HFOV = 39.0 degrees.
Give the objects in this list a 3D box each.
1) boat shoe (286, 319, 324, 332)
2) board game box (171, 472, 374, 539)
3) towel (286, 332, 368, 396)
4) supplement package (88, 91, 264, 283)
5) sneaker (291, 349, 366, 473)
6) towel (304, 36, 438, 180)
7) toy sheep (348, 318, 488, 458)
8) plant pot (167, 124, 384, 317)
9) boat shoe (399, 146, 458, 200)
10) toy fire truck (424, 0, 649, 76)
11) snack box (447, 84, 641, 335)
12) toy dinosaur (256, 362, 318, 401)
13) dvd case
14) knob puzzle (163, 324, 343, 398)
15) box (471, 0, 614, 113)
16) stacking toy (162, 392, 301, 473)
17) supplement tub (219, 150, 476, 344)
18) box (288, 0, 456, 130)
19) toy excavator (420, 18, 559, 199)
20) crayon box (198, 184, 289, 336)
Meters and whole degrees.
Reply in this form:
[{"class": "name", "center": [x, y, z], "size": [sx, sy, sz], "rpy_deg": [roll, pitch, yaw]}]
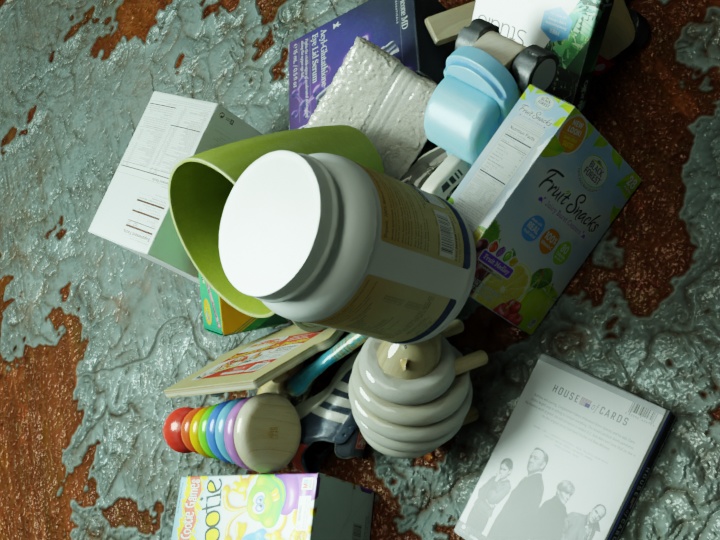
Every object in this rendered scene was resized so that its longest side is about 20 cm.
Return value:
[{"class": "boat shoe", "center": [0.000, 0.000, 1.153], "size": [0.201, 0.072, 0.061], "rpy_deg": [-30, 11, -15]}, {"class": "board game box", "center": [-0.099, 0.283, 1.107], "size": [0.200, 0.103, 0.105], "rpy_deg": [-10, 64, 35]}, {"class": "towel", "center": [0.017, 0.059, 1.100], "size": [0.200, 0.147, 0.022], "rpy_deg": [-37, 89, 23]}, {"class": "supplement package", "center": [-0.201, -0.091, 1.305], "size": [0.147, 0.191, 0.200], "rpy_deg": [18, 81, 44]}, {"class": "sneaker", "center": [-0.003, 0.156, 1.119], "size": [0.200, 0.075, 0.085], "rpy_deg": [-43, 58, 21]}, {"class": "towel", "center": [0.006, -0.161, 1.186], "size": [0.200, 0.132, 0.035], "rpy_deg": [-56, 4, 37]}, {"class": "toy sheep", "center": [0.053, 0.123, 1.027], "size": [0.137, 0.200, 0.138], "rpy_deg": [-1, 41, 0]}, {"class": "plant pot", "center": [-0.075, -0.078, 1.115], "size": [0.187, 0.188, 0.200], "rpy_deg": [19, 42, 43]}, {"class": "boat shoe", "center": [0.061, -0.079, 1.169], "size": [0.200, 0.067, 0.057], "rpy_deg": [-29, 36, 34]}, {"class": "toy fire truck", "center": [0.191, -0.284, 1.140], "size": [0.200, 0.128, 0.176], "rpy_deg": [-35, 51, 36]}, {"class": "snack box", "center": [0.168, -0.055, 1.005], "size": [0.068, 0.169, 0.200], "rpy_deg": [37, 96, 42]}, {"class": "toy dinosaur", "center": [-0.111, 0.167, 1.218], "size": [0.200, 0.058, 0.101], "rpy_deg": [-45, 33, 3]}, {"class": "dvd case", "center": [0.191, 0.196, 0.968], "size": [0.150, 0.025, 0.200], "rpy_deg": [24, 86, 43]}, {"class": "knob puzzle", "center": [-0.094, 0.099, 1.139], "size": [0.219, 0.220, 0.031], "rpy_deg": [-17, 100, 32]}, {"class": "box", "center": [0.176, -0.215, 1.077], "size": [0.144, 0.036, 0.200], "rpy_deg": [30, 127, 32]}, {"class": "stacking toy", "center": [-0.160, 0.182, 1.147], "size": [0.200, 0.085, 0.086], "rpy_deg": [-8, 64, 46]}, {"class": "supplement tub", "center": [-0.009, -0.019, 0.885], "size": [0.144, 0.200, 0.145], "rpy_deg": [-14, 69, 40]}, {"class": "box", "center": [0.017, -0.241, 1.260], "size": [0.200, 0.104, 0.148], "rpy_deg": [-22, 57, 30]}, {"class": "toy excavator", "center": [0.104, -0.122, 1.030], "size": [0.200, 0.195, 0.100], "rpy_deg": [-42, 55, -15]}, {"class": "crayon box", "center": [-0.132, -0.032, 1.212], "size": [0.058, 0.119, 0.201], "rpy_deg": [9, 107, 58]}]
